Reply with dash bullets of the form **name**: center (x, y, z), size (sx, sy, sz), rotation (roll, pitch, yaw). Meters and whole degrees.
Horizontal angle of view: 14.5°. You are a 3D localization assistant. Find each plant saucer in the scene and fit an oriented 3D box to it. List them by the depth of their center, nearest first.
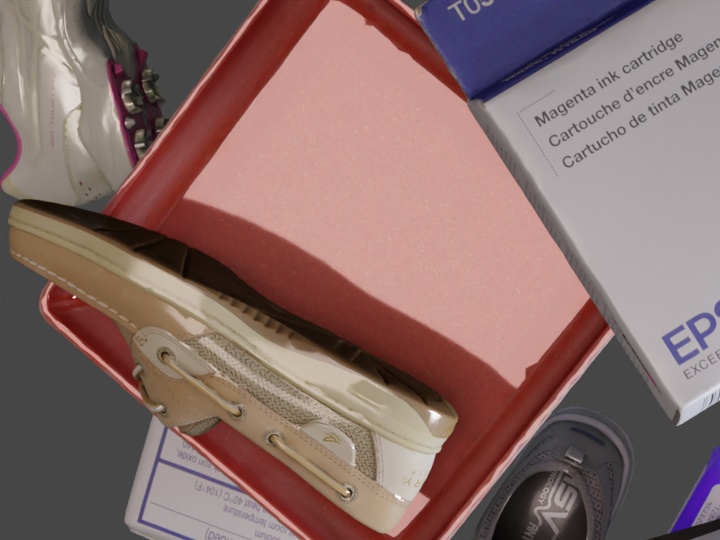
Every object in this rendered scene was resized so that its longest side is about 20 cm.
- **plant saucer**: center (0.000, 0.000, 1.169), size (0.199, 0.037, 0.200), rotation (40, 102, 9)

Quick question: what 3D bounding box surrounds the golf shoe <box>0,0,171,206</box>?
- **golf shoe**: center (-0.158, -0.126, 1.374), size (0.091, 0.075, 0.201), rotation (-15, 88, 18)

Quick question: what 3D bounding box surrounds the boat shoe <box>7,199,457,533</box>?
- **boat shoe**: center (-0.062, 0.036, 1.132), size (0.200, 0.071, 0.065), rotation (29, 99, 10)

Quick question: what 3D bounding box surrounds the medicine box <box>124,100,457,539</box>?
- **medicine box**: center (-0.009, 0.029, 1.286), size (0.103, 0.182, 0.201), rotation (19, 98, 13)

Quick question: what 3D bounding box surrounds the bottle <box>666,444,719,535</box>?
- **bottle**: center (0.160, 0.174, 1.310), size (0.083, 0.065, 0.200), rotation (28, 100, 5)

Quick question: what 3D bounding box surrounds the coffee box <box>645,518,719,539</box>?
- **coffee box**: center (0.222, 0.157, 1.235), size (0.199, 0.080, 0.113), rotation (-15, 111, -8)

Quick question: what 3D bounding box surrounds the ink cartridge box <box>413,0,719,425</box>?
- **ink cartridge box**: center (0.152, -0.074, 1.109), size (0.196, 0.043, 0.200), rotation (-32, 80, -4)

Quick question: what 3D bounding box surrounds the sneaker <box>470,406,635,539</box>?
- **sneaker**: center (0.064, 0.159, 1.326), size (0.075, 0.082, 0.201), rotation (20, 98, 13)
